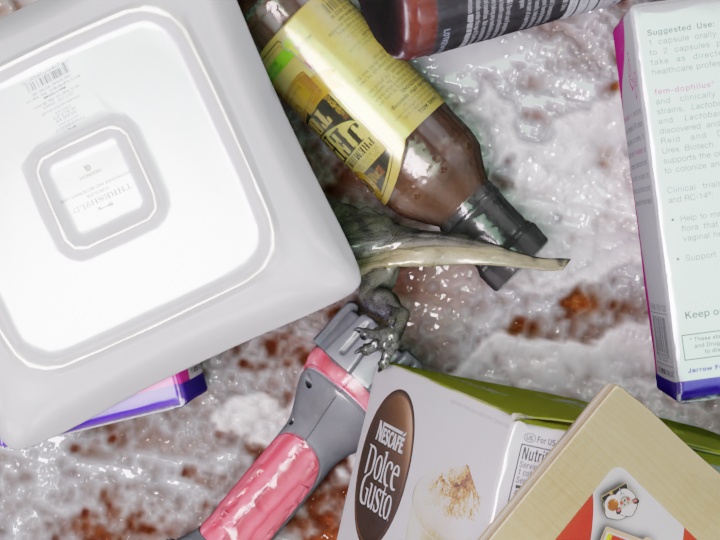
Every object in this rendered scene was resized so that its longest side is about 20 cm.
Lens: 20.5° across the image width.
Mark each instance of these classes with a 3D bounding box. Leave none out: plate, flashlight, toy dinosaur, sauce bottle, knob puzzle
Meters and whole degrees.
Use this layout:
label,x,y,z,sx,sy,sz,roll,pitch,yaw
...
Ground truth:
label,x,y,z,sx,sy,sz,roll,pitch,yaw
plate,-0.127,-0.040,0.974,0.198,0.032,0.201,-25,89,2
flashlight,-0.045,0.113,1.067,0.200,0.068,0.068,-49,122,-2
toy dinosaur,0.000,0.000,1.028,0.198,0.048,0.088,12,51,27
sauce bottle,0.019,-0.074,1.066,0.065,0.065,0.200,-44,87,2
knob puzzle,0.117,0.176,0.855,0.218,0.030,0.222,-1,95,-18

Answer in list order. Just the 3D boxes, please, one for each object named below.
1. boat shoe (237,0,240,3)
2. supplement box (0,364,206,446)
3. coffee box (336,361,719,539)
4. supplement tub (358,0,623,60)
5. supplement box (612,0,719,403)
label,x,y,z,sx,sy,sz,roll,pitch,yaw
boat shoe,-0.091,-0.182,1.065,0.070,0.070,0.202,11,71,-4
supplement box,-0.157,-0.019,1.049,0.102,0.101,0.202,-13,90,2
coffee box,0.104,0.167,0.972,0.198,0.200,0.200,13,91,-18
supplement tub,0.096,-0.183,1.031,0.198,0.107,0.108,-17,90,-12
supplement box,0.195,-0.041,1.040,0.102,0.101,0.202,-9,91,2
